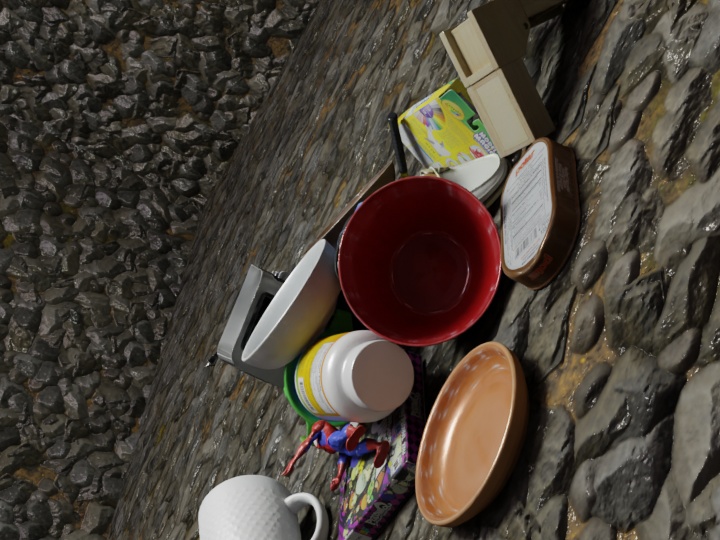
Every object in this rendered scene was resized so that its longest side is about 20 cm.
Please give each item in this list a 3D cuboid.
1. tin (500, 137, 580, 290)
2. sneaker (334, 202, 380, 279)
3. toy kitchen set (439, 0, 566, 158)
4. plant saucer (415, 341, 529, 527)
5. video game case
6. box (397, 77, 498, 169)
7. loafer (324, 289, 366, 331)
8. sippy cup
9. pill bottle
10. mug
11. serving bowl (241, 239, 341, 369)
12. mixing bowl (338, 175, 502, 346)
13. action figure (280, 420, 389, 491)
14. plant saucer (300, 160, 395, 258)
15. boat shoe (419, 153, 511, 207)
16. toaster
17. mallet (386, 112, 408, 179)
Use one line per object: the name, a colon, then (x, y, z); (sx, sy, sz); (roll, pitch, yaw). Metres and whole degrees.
tin: (0.202, -0.069, 1.201); (0.112, 0.041, 0.202); (-48, 24, 38)
sneaker: (0.000, 0.000, 1.407); (0.078, 0.069, 0.202); (-56, -25, -31)
toy kitchen set: (0.210, -0.265, 1.380); (0.198, 0.183, 0.163); (-29, 3, -27)
plant saucer: (0.122, 0.176, 1.121); (0.201, 0.037, 0.202); (-56, 20, 32)
video game case: (0.027, 0.231, 1.352); (0.182, 0.035, 0.202); (-57, 19, 33)
box: (0.126, -0.192, 1.457); (0.048, 0.118, 0.200); (-46, 10, -17)
loafer: (-0.016, 0.065, 1.648); (0.070, 0.067, 0.203); (83, -149, -83)
sippy cup: (-0.050, 0.158, 1.559); (0.177, 0.140, 0.130); (-41, 3, -8)
pill bottle: (-0.006, 0.134, 1.325); (0.113, 0.110, 0.200); (-70, 16, -13)
mug: (-0.131, 0.392, 1.492); (0.198, 0.148, 0.176); (-32, 33, 8)
serving bowl: (-0.082, 0.058, 1.452); (0.201, 0.065, 0.200); (-52, 10, 13)
mixing bowl: (0.079, -0.003, 1.293); (0.108, 0.197, 0.203); (38, -105, -75)
action figure: (-0.037, 0.243, 1.352); (0.100, 0.065, 0.200); (-59, 13, -13)
plant saucer: (-0.011, -0.082, 1.582); (0.200, 0.032, 0.200); (-47, 4, 4)
boat shoe: (0.103, -0.097, 1.379); (0.198, 0.068, 0.075); (-32, 37, 16)
toaster: (-0.136, 0.109, 1.785); (0.203, 0.179, 0.118); (-67, 18, -6)
mallet: (0.064, -0.133, 1.537); (0.202, 0.040, 0.067); (72, -166, -44)
